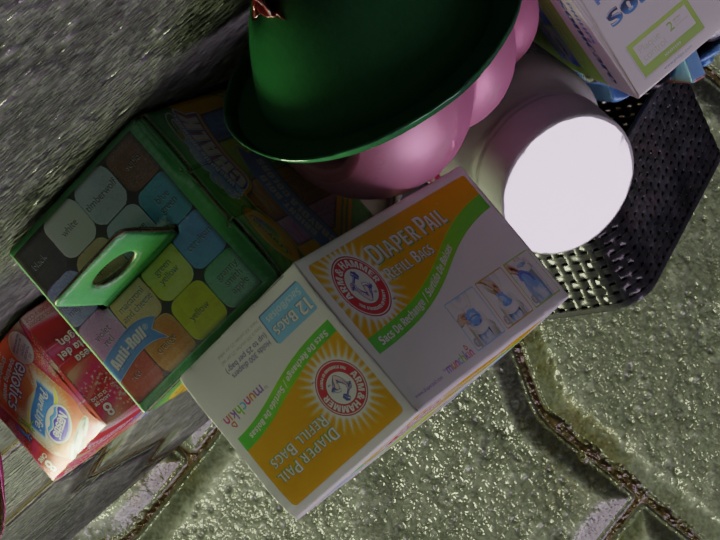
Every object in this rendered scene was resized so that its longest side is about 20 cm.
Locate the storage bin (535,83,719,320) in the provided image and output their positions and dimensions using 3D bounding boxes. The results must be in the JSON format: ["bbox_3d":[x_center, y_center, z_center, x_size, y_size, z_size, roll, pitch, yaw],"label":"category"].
[{"bbox_3d":[0.157,-0.060,1.531,0.135,0.094,0.200,-10,-150,35],"label":"storage bin"}]

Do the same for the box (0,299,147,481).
[{"bbox_3d":[-0.156,0.043,1.491,0.200,0.096,0.100,-37,175,-42],"label":"box"}]

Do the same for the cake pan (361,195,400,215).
[{"bbox_3d":[-0.054,-0.021,1.394,0.200,0.037,0.201,-32,-135,38],"label":"cake pan"}]

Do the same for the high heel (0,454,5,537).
[{"bbox_3d":[-0.251,0.117,1.401,0.067,0.096,0.200,-38,175,-32],"label":"high heel"}]

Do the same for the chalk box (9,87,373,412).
[{"bbox_3d":[-0.099,-0.013,1.223,0.124,0.124,0.200,-43,175,25],"label":"chalk box"}]

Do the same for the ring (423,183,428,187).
[{"bbox_3d":[0.000,0.000,1.449,0.200,0.019,0.200,-39,-171,7],"label":"ring"}]

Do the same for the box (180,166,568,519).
[{"bbox_3d":[0.012,0.036,1.200,0.112,0.101,0.200,-44,173,34],"label":"box"}]

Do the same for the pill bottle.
[{"bbox_3d":[0.082,-0.097,1.372,0.113,0.113,0.200,-40,-141,-3],"label":"pill bottle"}]

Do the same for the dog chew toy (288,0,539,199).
[{"bbox_3d":[0.032,-0.126,1.250,0.200,0.125,0.125,-40,176,-40],"label":"dog chew toy"}]

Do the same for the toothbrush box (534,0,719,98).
[{"bbox_3d":[0.166,-0.202,1.360,0.146,0.086,0.200,-40,-157,-5],"label":"toothbrush box"}]

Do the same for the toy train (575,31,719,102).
[{"bbox_3d":[0.168,-0.163,1.495,0.114,0.087,0.200,-34,-159,-20],"label":"toy train"}]

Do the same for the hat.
[{"bbox_3d":[-0.029,-0.165,1.023,0.166,0.176,0.200,-42,-146,-10],"label":"hat"}]

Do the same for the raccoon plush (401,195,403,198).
[{"bbox_3d":[-0.042,-0.049,1.531,0.200,0.097,0.134,-45,-177,-20],"label":"raccoon plush"}]

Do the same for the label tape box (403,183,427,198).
[{"bbox_3d":[0.002,0.016,1.641,0.200,0.066,0.144,-42,-155,52],"label":"label tape box"}]
